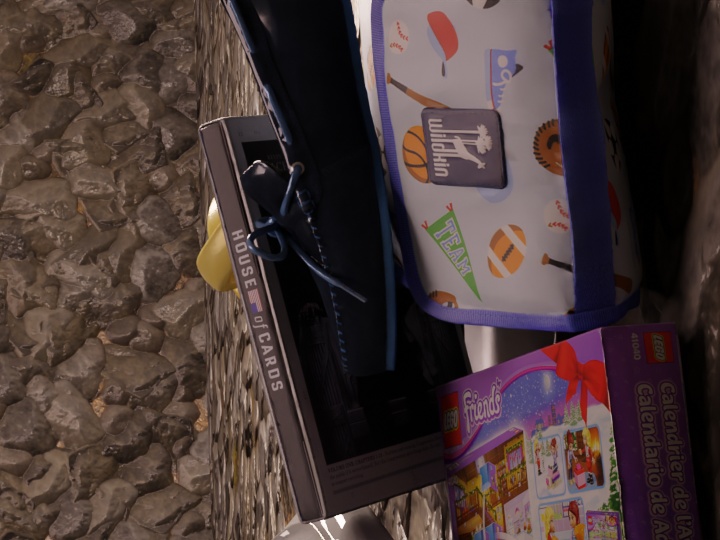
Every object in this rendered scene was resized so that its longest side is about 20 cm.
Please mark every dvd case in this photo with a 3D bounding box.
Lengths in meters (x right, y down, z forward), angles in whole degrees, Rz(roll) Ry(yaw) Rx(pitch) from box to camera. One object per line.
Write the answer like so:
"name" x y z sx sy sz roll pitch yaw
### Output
"dvd case" -0.004 0.017 0.991 0.025 0.150 0.202 -17 85 38

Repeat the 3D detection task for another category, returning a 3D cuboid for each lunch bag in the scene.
"lunch bag" 0.066 -0.069 0.902 0.200 0.123 0.171 -142 44 -73

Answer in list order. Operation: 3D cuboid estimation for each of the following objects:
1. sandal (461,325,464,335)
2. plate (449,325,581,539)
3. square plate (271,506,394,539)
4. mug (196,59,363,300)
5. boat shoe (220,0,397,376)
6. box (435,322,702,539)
"sandal" 0.000 -0.001 1.071 0.202 0.057 0.080 57 -145 -22
"plate" 0.086 0.092 1.049 0.200 0.032 0.201 -124 37 -74
"square plate" -0.049 0.205 0.919 0.200 0.028 0.198 -51 23 0
"mug" 0.003 -0.039 1.163 0.153 0.149 0.187 -49 12 34
"boat shoe" -0.026 -0.047 0.908 0.084 0.068 0.202 118 141 -84
"box" 0.092 0.107 0.880 0.200 0.039 0.138 151 115 -69
